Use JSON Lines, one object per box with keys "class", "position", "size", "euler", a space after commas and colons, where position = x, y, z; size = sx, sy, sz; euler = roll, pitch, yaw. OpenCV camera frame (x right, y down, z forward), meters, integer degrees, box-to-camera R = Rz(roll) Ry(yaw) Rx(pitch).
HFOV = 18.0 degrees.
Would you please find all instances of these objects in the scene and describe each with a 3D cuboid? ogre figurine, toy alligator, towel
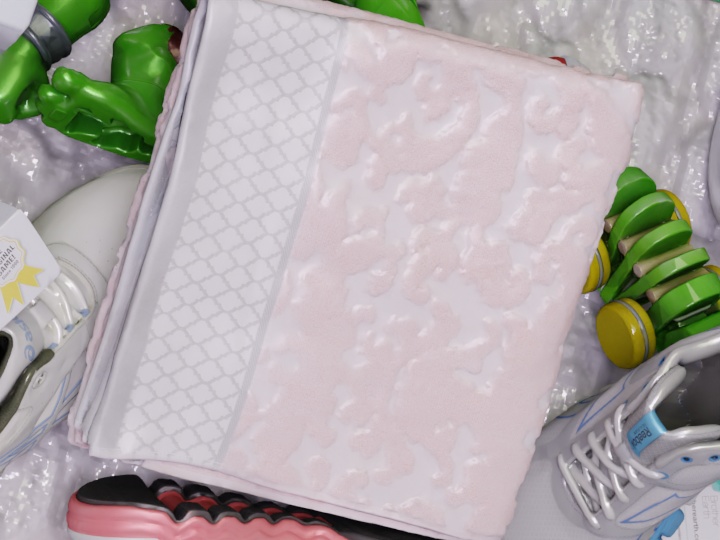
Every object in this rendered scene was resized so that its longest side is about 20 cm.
{"class": "ogre figurine", "position": [-0.059, -0.105, 0.949], "size": [0.199, 0.098, 0.120], "euler": [-4, 58, 24]}
{"class": "toy alligator", "position": [0.141, 0.021, 0.982], "size": [0.059, 0.054, 0.200], "euler": [-21, 69, -25]}
{"class": "towel", "position": [0.000, 0.000, 0.891], "size": [0.190, 0.032, 0.201], "euler": [13, 104, -19]}

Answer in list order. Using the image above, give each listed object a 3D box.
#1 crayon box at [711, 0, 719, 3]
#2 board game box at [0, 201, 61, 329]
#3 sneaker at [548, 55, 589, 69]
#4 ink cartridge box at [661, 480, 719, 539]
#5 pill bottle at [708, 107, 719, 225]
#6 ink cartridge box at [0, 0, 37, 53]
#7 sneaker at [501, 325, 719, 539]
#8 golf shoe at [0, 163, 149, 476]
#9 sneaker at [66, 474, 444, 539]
{"class": "crayon box", "position": [0.151, -0.197, 1.059], "size": [0.199, 0.058, 0.119], "euler": [13, 74, -14]}
{"class": "board game box", "position": [-0.224, 0.039, 0.847], "size": [0.200, 0.134, 0.034], "euler": [-45, 128, -22]}
{"class": "sneaker", "position": [0.019, -0.027, 0.970], "size": [0.112, 0.071, 0.201], "euler": [31, 72, -12]}
{"class": "ink cartridge box", "position": [0.208, 0.135, 1.008], "size": [0.199, 0.042, 0.120], "euler": [-1, 77, -15]}
{"class": "pill bottle", "position": [0.270, -0.043, 1.032], "size": [0.199, 0.112, 0.113], "euler": [15, 73, -14]}
{"class": "ink cartridge box", "position": [-0.169, -0.198, 0.805], "size": [0.162, 0.057, 0.201], "euler": [21, 78, -22]}
{"class": "sneaker", "position": [0.118, 0.067, 0.923], "size": [0.075, 0.200, 0.087], "euler": [59, 25, 17]}
{"class": "golf shoe", "position": [-0.127, 0.029, 0.898], "size": [0.078, 0.097, 0.200], "euler": [41, 67, -3]}
{"class": "sneaker", "position": [-0.029, 0.140, 0.927], "size": [0.199, 0.074, 0.087], "euler": [11, 94, -16]}
